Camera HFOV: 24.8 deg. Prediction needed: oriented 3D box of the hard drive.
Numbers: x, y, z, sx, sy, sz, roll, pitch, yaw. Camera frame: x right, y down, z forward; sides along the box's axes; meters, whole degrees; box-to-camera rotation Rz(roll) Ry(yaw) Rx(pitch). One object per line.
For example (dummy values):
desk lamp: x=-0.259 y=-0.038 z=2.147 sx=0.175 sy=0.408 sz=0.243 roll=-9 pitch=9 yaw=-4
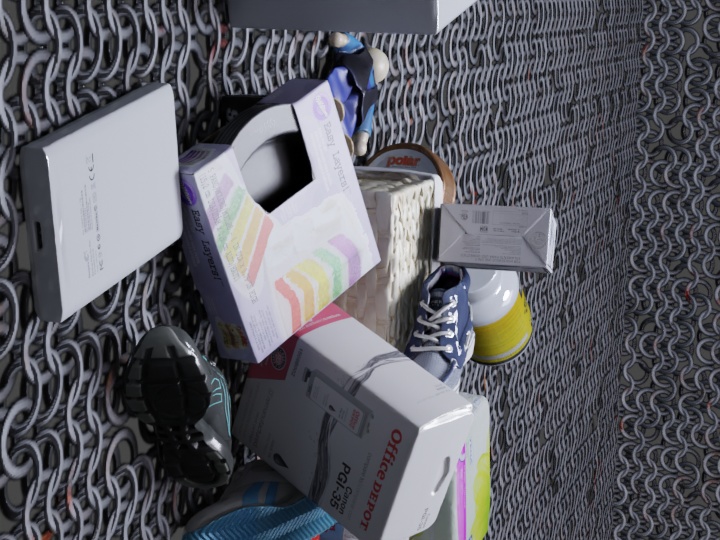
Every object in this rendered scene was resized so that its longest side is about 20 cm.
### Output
hard drive: x=-0.194 y=-0.057 z=1.256 sx=0.200 sy=0.026 sz=0.132 roll=-45 pitch=137 yaw=-62

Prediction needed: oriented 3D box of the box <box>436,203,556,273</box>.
box: x=0.147 y=-0.032 z=1.730 sx=0.200 sy=0.116 sz=0.060 roll=12 pitch=82 yaw=-83

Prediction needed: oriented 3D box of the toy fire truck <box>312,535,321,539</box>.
toy fire truck: x=-0.070 y=0.249 z=1.663 sx=0.200 sy=0.049 sz=0.142 roll=-20 pitch=114 yaw=-68

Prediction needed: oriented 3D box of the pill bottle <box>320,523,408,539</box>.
pill bottle: x=0.000 y=0.283 z=1.783 sx=0.109 sy=0.108 sz=0.201 roll=31 pitch=65 yaw=-69

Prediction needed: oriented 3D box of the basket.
basket: x=0.000 y=0.000 z=1.671 sx=0.123 sy=0.135 sz=0.201 roll=-23 pitch=117 yaw=-66

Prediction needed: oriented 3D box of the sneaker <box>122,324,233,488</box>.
sneaker: x=-0.152 y=0.103 z=1.383 sx=0.200 sy=0.075 sz=0.079 roll=82 pitch=9 yaw=-50

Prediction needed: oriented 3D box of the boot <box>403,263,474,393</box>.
boot: x=0.068 y=0.068 z=1.593 sx=0.200 sy=0.072 sz=0.091 roll=-62 pitch=152 yaw=-65

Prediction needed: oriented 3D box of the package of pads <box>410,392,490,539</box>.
package of pads: x=0.112 y=0.266 z=2.019 sx=0.154 sy=0.068 sz=0.201 roll=-42 pitch=134 yaw=-63

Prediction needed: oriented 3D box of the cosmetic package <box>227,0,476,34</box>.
cosmetic package: x=0.004 y=-0.298 z=1.499 sx=0.200 sy=0.199 sz=0.123 roll=-45 pitch=137 yaw=-61

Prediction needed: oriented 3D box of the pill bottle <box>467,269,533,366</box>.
pill bottle: x=0.163 y=0.040 z=2.185 sx=0.200 sy=0.112 sz=0.112 roll=62 pitch=38 yaw=-58

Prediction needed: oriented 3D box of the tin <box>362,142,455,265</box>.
tin: x=0.043 y=-0.044 z=1.815 sx=0.042 sy=0.112 sz=0.201 roll=37 pitch=59 yaw=-68

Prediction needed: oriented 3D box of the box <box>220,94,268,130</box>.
box: x=-0.084 y=-0.064 z=1.542 sx=0.159 sy=0.046 sz=0.201 roll=-11 pitch=105 yaw=-69

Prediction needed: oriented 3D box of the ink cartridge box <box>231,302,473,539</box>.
ink cartridge box: x=-0.010 y=0.138 z=1.507 sx=0.083 sy=0.200 sz=0.147 roll=-16 pitch=133 yaw=-47

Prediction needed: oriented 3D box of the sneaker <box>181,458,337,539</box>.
sneaker: x=-0.100 y=0.227 z=1.539 sx=0.200 sy=0.081 sz=0.077 roll=-16 pitch=121 yaw=-48

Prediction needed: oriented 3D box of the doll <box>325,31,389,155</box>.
doll: x=-0.010 y=-0.182 z=1.721 sx=0.200 sy=0.048 sz=0.137 roll=-65 pitch=146 yaw=-58

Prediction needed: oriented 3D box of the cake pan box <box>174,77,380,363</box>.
cake pan box: x=-0.076 y=-0.050 z=1.443 sx=0.184 sy=0.052 sz=0.201 roll=-39 pitch=124 yaw=-40
